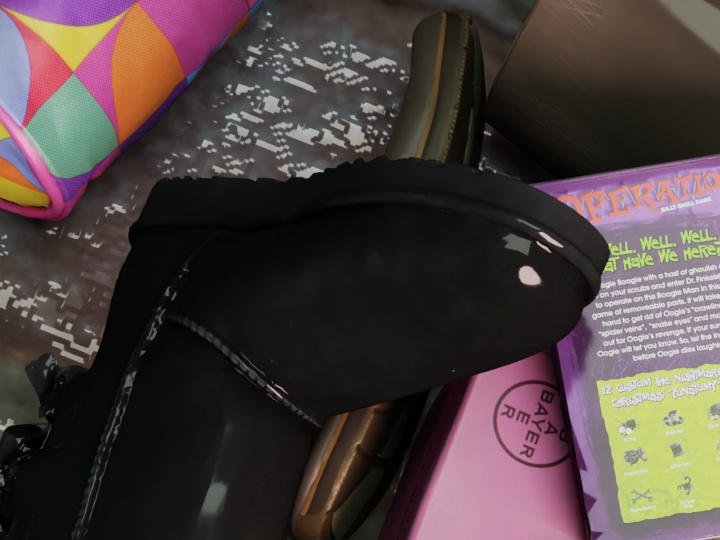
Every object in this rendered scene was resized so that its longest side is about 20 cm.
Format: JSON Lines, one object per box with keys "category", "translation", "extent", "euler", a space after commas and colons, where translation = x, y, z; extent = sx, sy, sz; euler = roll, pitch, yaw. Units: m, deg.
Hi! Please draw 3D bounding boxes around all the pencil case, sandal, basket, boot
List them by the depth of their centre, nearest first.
{"category": "boot", "translation": [-0.029, 0.052, 0.786], "extent": [0.073, 0.198, 0.163], "euler": [41, 62, -39]}
{"category": "sandal", "translation": [0.000, 0.000, 0.888], "extent": [0.054, 0.082, 0.201], "euler": [9, 69, 10]}
{"category": "basket", "translation": [0.154, -0.048, 0.907], "extent": [0.200, 0.136, 0.181], "euler": [30, 54, 5]}
{"category": "pencil case", "translation": [-0.075, -0.110, 0.909], "extent": [0.088, 0.088, 0.200], "euler": [36, 67, 3]}

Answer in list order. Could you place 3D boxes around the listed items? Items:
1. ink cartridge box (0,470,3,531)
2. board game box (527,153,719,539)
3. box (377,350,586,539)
{"category": "ink cartridge box", "translation": [-0.174, 0.116, 0.836], "extent": [0.200, 0.050, 0.161], "euler": [24, 66, -22]}
{"category": "board game box", "translation": [0.157, 0.016, 0.808], "extent": [0.199, 0.032, 0.120], "euler": [-9, 77, 0]}
{"category": "box", "translation": [0.091, 0.146, 0.839], "extent": [0.199, 0.097, 0.176], "euler": [24, 67, -2]}
